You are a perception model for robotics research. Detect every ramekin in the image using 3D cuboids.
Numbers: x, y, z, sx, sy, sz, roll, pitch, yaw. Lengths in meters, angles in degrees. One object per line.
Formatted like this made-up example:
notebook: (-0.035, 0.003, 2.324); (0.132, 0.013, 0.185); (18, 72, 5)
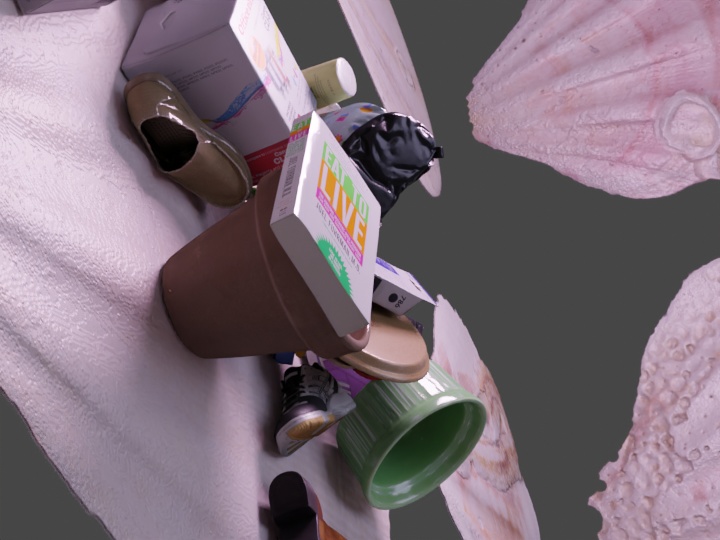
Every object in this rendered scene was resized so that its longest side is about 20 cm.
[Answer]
ramekin: (0.063, 0.213, 1.394); (0.098, 0.200, 0.200); (47, -1, 34)

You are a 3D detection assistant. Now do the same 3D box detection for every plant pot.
plant pot: (-0.103, 0.012, 1.077); (0.200, 0.173, 0.202); (-21, 90, -76)

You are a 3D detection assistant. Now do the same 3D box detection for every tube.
tube: (-0.101, -0.220, 1.357); (0.052, 0.198, 0.059); (23, 58, -57)

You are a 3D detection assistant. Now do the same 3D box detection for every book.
book: (-0.034, -0.050, 0.991); (0.134, 0.048, 0.201); (58, 20, -29)

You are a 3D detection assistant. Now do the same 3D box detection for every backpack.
backpack: (-0.015, -0.130, 1.294); (0.127, 0.167, 0.199); (55, -22, -19)

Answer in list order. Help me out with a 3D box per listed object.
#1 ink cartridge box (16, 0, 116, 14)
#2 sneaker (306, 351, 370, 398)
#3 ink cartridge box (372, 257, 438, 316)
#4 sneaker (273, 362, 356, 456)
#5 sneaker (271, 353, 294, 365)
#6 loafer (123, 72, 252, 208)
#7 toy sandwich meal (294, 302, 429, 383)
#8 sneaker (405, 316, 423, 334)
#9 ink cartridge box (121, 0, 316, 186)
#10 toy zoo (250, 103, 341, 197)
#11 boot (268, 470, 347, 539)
ink cartridge box: (-0.227, -0.310, 1.033); (0.200, 0.175, 0.045); (-63, 131, -71)
sneaker: (0.004, 0.136, 1.446); (0.073, 0.113, 0.201); (-92, 156, -47)
ink cartridge box: (0.000, 0.000, 1.312); (0.199, 0.039, 0.100); (27, 13, -30)
sneaker: (-0.073, 0.160, 1.246); (0.088, 0.075, 0.200); (55, 11, 6)
sneaker: (-0.117, 0.023, 1.251); (0.070, 0.077, 0.202); (-85, 173, -65)
loafer: (-0.191, -0.128, 1.151); (0.200, 0.076, 0.068); (45, 28, -39)
toy sandwich meal: (-0.003, 0.087, 1.291); (0.204, 0.071, 0.206); (26, 23, -12)
sneaker: (0.020, 0.078, 1.494); (0.113, 0.076, 0.200); (29, 3, -28)
ink cartridge box: (-0.159, -0.218, 1.227); (0.146, 0.143, 0.201); (-86, 152, -49)
toy zoo: (-0.063, -0.137, 1.403); (0.020, 0.199, 0.132); (44, -14, 54)
boot: (-0.046, 0.343, 1.132); (0.201, 0.068, 0.189); (66, 5, -48)
